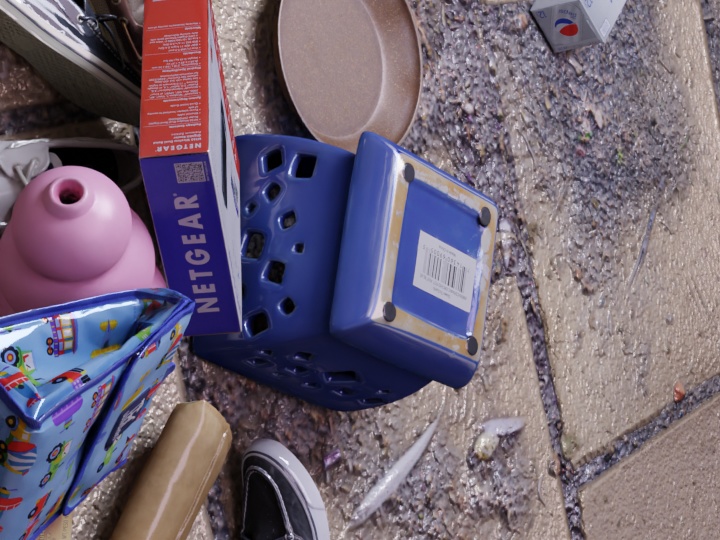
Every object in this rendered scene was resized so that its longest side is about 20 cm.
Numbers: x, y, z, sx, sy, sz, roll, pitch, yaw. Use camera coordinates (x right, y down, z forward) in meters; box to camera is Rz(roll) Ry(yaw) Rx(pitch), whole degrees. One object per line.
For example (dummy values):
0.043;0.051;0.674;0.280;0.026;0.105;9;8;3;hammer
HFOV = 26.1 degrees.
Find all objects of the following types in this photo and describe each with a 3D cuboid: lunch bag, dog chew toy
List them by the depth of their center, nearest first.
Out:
-0.194;0.092;1.013;0.200;0.094;0.151;-28;149;-53;lunch bag
-0.195;0.000;1.071;0.200;0.124;0.125;100;13;-58;dog chew toy

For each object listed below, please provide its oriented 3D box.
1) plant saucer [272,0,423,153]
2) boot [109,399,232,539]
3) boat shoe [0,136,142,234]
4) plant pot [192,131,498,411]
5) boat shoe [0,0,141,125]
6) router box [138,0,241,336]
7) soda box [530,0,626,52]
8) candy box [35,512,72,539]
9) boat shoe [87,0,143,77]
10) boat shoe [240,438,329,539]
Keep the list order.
-0.017;-0.196;1.414;0.200;0.037;0.201;8;80;-48;plant saucer
-0.160;0.180;1.148;0.175;0.066;0.200;103;11;-61;boot
-0.238;-0.061;1.120;0.200;0.066;0.072;-11;95;-49;boat shoe
0.000;0.000;1.305;0.200;0.180;0.200;26;66;-45;plant pot
-0.217;-0.176;1.151;0.200;0.075;0.062;40;63;-34;boat shoe
-0.123;-0.081;1.150;0.200;0.049;0.180;85;0;-51;router box
0.263;-0.333;1.729;0.063;0.068;0.200;53;50;-30;soda box
-0.285;0.132;1.053;0.200;0.055;0.116;12;79;-49;candy box
-0.160;-0.189;1.218;0.072;0.072;0.200;-52;124;-39;boat shoe
-0.069;0.241;1.289;0.068;0.072;0.200;-30;116;-48;boat shoe
